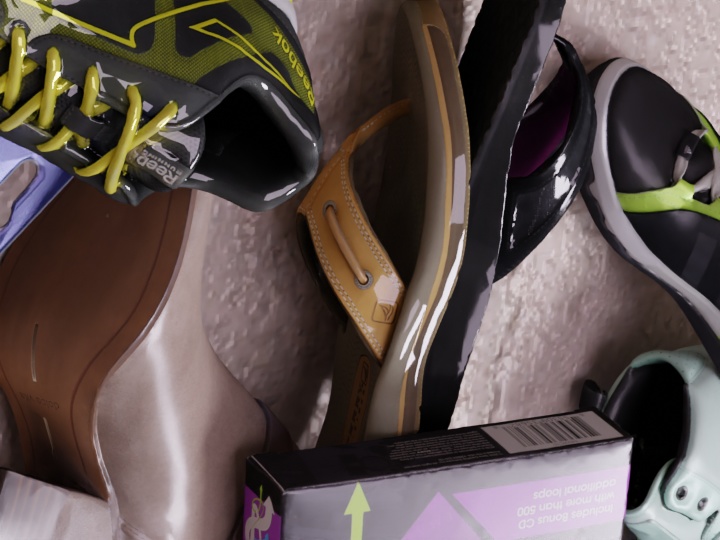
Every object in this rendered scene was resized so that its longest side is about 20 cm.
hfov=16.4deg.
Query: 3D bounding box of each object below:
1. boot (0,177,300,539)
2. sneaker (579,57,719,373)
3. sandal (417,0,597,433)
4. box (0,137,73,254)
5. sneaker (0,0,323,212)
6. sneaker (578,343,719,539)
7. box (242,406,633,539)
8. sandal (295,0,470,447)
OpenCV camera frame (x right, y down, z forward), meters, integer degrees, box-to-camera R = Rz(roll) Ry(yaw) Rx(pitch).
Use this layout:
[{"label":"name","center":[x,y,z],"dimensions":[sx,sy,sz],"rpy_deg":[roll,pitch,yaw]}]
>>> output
[{"label":"boot","center":[-0.067,0.050,0.874],"dimensions":[0.146,0.070,0.201],"rpy_deg":[28,89,-51]},{"label":"sneaker","center":[0.164,-0.014,1.003],"dimensions":[0.200,0.082,0.072],"rpy_deg":[49,47,-24]},{"label":"sandal","center":[0.052,-0.029,0.933],"dimensions":[0.048,0.075,0.202],"rpy_deg":[10,111,-14]},{"label":"box","center":[-0.161,-0.077,0.751],"dimensions":[0.121,0.032,0.200],"rpy_deg":[-48,132,-16]},{"label":"sneaker","center":[-0.083,-0.065,0.730],"dimensions":[0.199,0.085,0.075],"rpy_deg":[3,139,-43]},{"label":"sneaker","center":[0.128,0.126,1.066],"dimensions":[0.118,0.073,0.202],"rpy_deg":[5,95,-49]},{"label":"box","center":[0.024,0.156,0.919],"dimensions":[0.142,0.036,0.202],"rpy_deg":[-7,113,-25]},{"label":"sandal","center":[0.000,0.000,0.910],"dimensions":[0.054,0.080,0.202],"rpy_deg":[9,104,-15]}]
